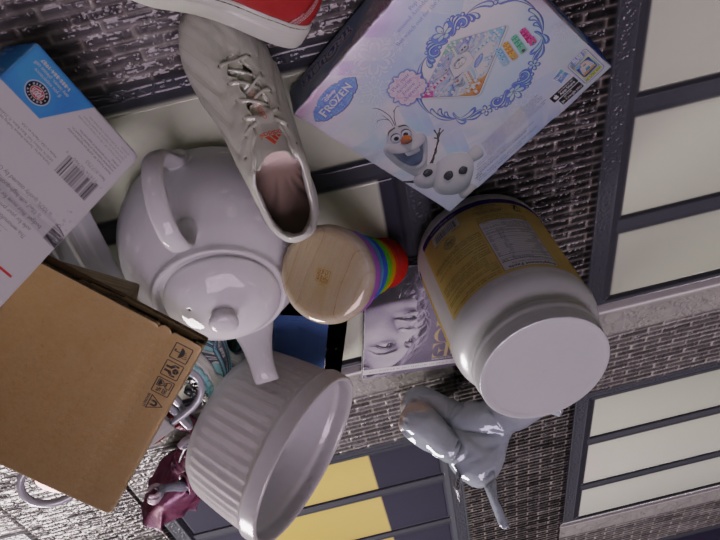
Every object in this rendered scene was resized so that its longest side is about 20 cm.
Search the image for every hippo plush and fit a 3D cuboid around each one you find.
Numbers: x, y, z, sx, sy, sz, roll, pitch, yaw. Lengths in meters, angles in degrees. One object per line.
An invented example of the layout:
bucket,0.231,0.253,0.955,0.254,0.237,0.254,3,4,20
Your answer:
hippo plush,0.152,0.175,0.941,0.159,0.200,0.161,35,102,-13

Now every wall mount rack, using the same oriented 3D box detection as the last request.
wall mount rack,-0.261,0.127,0.718,0.200,0.075,0.174,-35,127,-8

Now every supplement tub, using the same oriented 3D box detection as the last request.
supplement tub,0.146,0.030,0.737,0.145,0.200,0.146,-6,127,-9

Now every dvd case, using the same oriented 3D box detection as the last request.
dvd case,0.076,0.058,0.895,0.148,0.016,0.201,-7,137,-8

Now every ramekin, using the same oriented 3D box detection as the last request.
ramekin,-0.101,0.184,0.814,0.105,0.200,0.201,25,139,18

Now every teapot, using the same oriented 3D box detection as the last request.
teapot,-0.131,-0.007,0.679,0.199,0.146,0.198,17,129,-28

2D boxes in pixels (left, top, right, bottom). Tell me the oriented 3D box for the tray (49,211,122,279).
tray,-0.294,-0.056,0.632,0.107,0.022,0.201,-16,119,4

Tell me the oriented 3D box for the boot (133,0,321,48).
boot,-0.099,-0.246,0.497,0.199,0.073,0.144,7,133,-32

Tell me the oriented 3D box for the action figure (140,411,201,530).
action figure,-0.209,0.251,0.936,0.148,0.134,0.200,13,134,-27

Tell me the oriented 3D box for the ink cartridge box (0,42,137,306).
ink cartridge box,-0.281,-0.057,0.551,0.200,0.068,0.116,-54,131,-21

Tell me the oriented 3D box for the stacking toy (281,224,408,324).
stacking toy,0.000,0.000,0.716,0.085,0.086,0.200,-30,173,17

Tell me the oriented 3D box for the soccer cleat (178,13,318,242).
soccer cleat,-0.081,-0.115,0.582,0.069,0.078,0.201,-25,105,-5

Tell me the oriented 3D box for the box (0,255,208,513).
box,-0.248,0.102,0.641,0.163,0.021,0.200,29,109,-9

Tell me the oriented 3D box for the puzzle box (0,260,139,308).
puzzle box,-0.303,0.046,0.648,0.199,0.025,0.134,17,110,-5

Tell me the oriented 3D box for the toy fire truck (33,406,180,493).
toy fire truck,-0.290,0.158,0.832,0.167,0.112,0.200,-9,138,-3

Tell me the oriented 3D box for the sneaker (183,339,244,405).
sneaker,-0.157,0.114,0.850,0.077,0.086,0.200,28,159,14

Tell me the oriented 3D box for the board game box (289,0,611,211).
board game box,0.077,-0.167,0.641,0.199,0.043,0.200,26,124,-35

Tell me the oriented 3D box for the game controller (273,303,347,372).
game controller,-0.071,0.083,0.864,0.104,0.042,0.201,-4,135,-11
